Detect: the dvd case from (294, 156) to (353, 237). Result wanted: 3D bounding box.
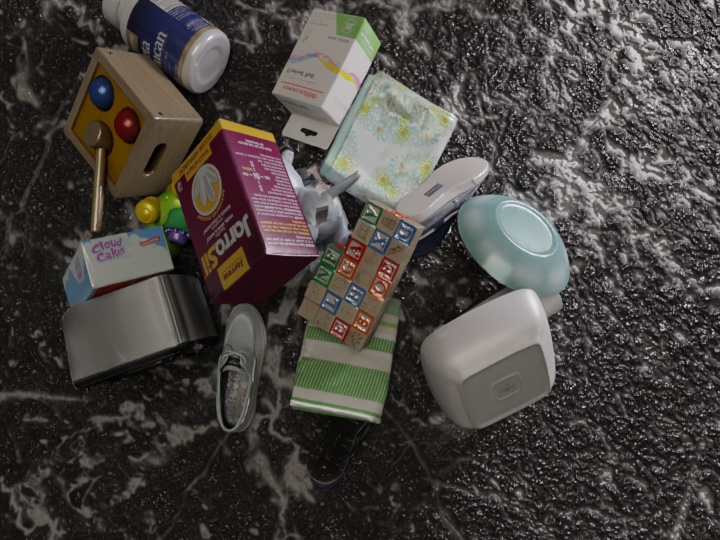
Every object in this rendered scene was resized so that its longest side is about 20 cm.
[{"bbox_3d":[-0.124,-0.088,0.950,0.196,0.018,0.146,-22,83,1],"label":"dvd case"}]

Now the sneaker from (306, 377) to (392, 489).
[{"bbox_3d":[-0.020,0.245,0.890,0.075,0.088,0.201,29,61,16],"label":"sneaker"}]

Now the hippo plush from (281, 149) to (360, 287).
[{"bbox_3d":[-0.114,-0.084,0.855,0.160,0.201,0.159,38,65,14],"label":"hippo plush"}]

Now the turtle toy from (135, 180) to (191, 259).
[{"bbox_3d":[-0.283,-0.090,0.906,0.197,0.146,0.102,-29,105,18],"label":"turtle toy"}]

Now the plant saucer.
[{"bbox_3d":[0.243,-0.053,0.860,0.196,0.039,0.204,14,48,-15],"label":"plant saucer"}]

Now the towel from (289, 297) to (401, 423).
[{"bbox_3d":[-0.022,0.127,0.888,0.148,0.024,0.204,9,62,3],"label":"towel"}]

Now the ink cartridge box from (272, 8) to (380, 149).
[{"bbox_3d":[-0.065,-0.314,0.929,0.115,0.067,0.204,22,85,30],"label":"ink cartridge box"}]

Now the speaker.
[{"bbox_3d":[0.214,0.077,0.887,0.197,0.081,0.082,-32,83,-1],"label":"speaker"}]

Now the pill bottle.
[{"bbox_3d":[-0.327,-0.397,0.945,0.198,0.111,0.112,36,86,6],"label":"pill bottle"}]

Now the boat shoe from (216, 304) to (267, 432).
[{"bbox_3d":[-0.191,0.154,0.900,0.068,0.072,0.207,3,84,3],"label":"boat shoe"}]

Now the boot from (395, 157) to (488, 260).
[{"bbox_3d":[0.134,-0.104,0.923,0.198,0.092,0.072,-34,45,-23],"label":"boot"}]

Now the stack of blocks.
[{"bbox_3d":[0.000,0.000,0.845,0.113,0.058,0.203,29,103,13],"label":"stack of blocks"}]

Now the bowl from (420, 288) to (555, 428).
[{"bbox_3d":[0.196,0.144,0.823,0.196,0.202,0.075,-25,39,0],"label":"bowl"}]

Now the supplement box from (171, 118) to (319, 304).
[{"bbox_3d":[-0.159,-0.075,0.763,0.130,0.102,0.204,-35,69,32],"label":"supplement box"}]

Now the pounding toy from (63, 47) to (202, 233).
[{"bbox_3d":[-0.373,-0.200,0.885,0.185,0.141,0.201,47,118,12],"label":"pounding toy"}]

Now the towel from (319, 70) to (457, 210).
[{"bbox_3d":[0.047,-0.205,0.935,0.169,0.048,0.203,29,86,0],"label":"towel"}]

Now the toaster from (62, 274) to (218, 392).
[{"bbox_3d":[-0.317,0.089,0.855,0.195,0.181,0.121,-19,87,1],"label":"toaster"}]

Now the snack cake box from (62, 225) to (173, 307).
[{"bbox_3d":[-0.366,0.005,0.845,0.113,0.199,0.069,-15,84,-37],"label":"snack cake box"}]
